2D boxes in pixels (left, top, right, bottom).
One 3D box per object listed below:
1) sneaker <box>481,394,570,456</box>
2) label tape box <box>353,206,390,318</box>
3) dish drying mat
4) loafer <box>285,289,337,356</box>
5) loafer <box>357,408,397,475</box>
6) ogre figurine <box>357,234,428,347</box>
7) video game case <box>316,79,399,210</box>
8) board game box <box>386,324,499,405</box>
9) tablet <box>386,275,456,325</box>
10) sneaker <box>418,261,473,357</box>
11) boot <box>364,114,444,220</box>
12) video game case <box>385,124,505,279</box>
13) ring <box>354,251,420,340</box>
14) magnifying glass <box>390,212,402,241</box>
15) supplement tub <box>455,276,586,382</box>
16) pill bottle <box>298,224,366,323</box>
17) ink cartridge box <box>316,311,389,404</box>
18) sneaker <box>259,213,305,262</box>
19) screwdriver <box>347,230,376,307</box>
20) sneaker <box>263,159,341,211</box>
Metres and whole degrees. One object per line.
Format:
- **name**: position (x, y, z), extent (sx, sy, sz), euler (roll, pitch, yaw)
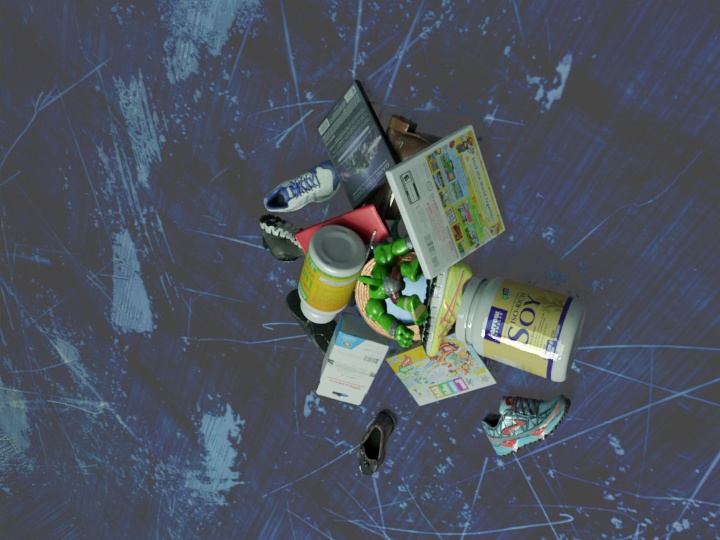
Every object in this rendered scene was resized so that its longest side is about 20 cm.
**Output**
- **sneaker**: position (0.310, 0.283, 1.070), extent (0.096, 0.079, 0.200), euler (52, 126, 9)
- **label tape box**: position (0.005, -0.010, 1.168), extent (0.143, 0.064, 0.201), euler (-28, 108, 36)
- **dish drying mat**: position (-0.037, -0.072, 1.093), extent (0.196, 0.018, 0.078), euler (-17, 117, 31)
- **loafer**: position (-0.102, 0.129, 1.307), extent (0.202, 0.072, 0.072), euler (54, 165, -3)
- **loafer**: position (0.027, 0.416, 1.315), extent (0.071, 0.063, 0.204), euler (30, 121, 21)
- **ogre figurine**: position (0.064, 0.023, 1.015), extent (0.118, 0.097, 0.206), euler (11, 110, 42)
- **video game case**: position (-0.008, -0.245, 1.091), extent (0.142, 0.019, 0.204), euler (-39, 69, 41)
- **board game box**: position (0.166, 0.195, 1.141), extent (0.198, 0.034, 0.136), euler (-28, 106, 37)
- **tablet**: position (0.109, 0.059, 1.120), extent (0.198, 0.014, 0.131), euler (35, 118, -6)
- **sneaker**: position (0.163, 0.074, 1.042), extent (0.088, 0.079, 0.205), euler (5, 113, -11)
- **boot**: position (0.092, -0.166, 1.061), extent (0.186, 0.063, 0.204), euler (40, 122, 31)
- **video game case**: position (0.152, -0.118, 0.958), extent (0.023, 0.180, 0.204), euler (20, 137, 63)
- **ring**: position (0.085, 0.049, 1.103), extent (0.195, 0.019, 0.205), euler (5, 117, 9)
- **magnifying glass**: position (0.139, -0.098, 1.082), extent (0.198, 0.022, 0.081), euler (-26, 91, 36)
- **supplement tub**: position (0.281, 0.096, 0.980), extent (0.196, 0.145, 0.149), euler (16, 116, 27)
- **pill bottle**: position (-0.063, 0.016, 1.092), extent (0.111, 0.111, 0.202), euler (41, 143, 14)
- **ink cartridge box**: position (-0.020, 0.199, 1.231), extent (0.113, 0.069, 0.203), euler (17, 126, -8)
- **sneaker**: position (-0.155, -0.053, 1.269), extent (0.197, 0.066, 0.093), euler (27, 123, 28)
- **screwdriver**: position (0.000, 0.000, 1.111), extent (0.028, 0.029, 0.203), euler (51, 144, 32)
- **sneaker**: position (-0.124, -0.170, 1.190), extent (0.197, 0.088, 0.077), euler (-25, 91, 36)
